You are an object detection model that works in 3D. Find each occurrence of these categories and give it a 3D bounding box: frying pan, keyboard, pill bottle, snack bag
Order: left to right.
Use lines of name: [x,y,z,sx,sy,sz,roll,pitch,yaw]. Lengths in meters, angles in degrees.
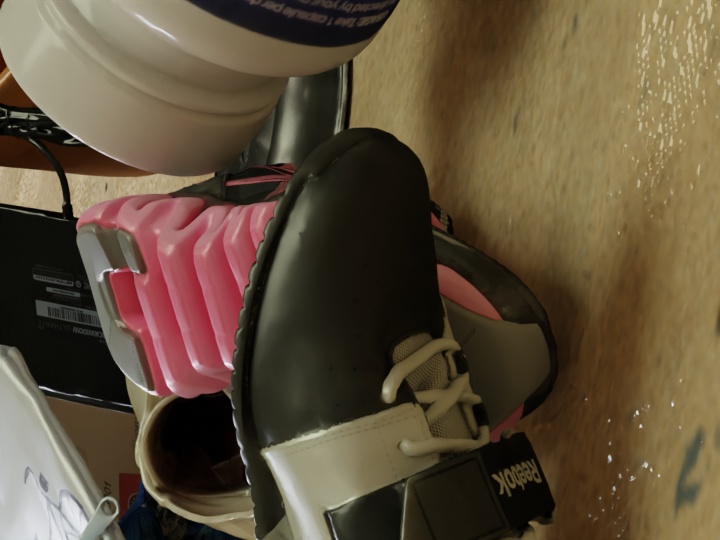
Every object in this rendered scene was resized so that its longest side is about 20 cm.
keyboard: [-0.104,-0.010,0.962,0.021,0.200,0.127,-35,-53,-52]
snack bag: [-0.099,0.147,0.944,0.200,0.021,0.189,57,153,30]
frying pan: [-0.040,-0.058,1.042,0.190,0.031,0.115,-137,59,-69]
pill bottle: [-0.026,-0.129,0.770,0.200,0.120,0.120,-54,28,32]

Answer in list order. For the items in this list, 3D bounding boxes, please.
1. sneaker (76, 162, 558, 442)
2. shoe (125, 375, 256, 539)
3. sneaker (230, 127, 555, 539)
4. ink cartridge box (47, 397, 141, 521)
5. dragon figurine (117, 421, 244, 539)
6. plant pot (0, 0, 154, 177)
sneaker: [0.000,0.000,0.761,0.200,0.095,0.079,15,122,52]
shoe: [-0.042,0.048,0.848,0.200,0.053,0.070,20,109,62]
sneaker: [0.020,0.065,0.639,0.088,0.074,0.200,11,111,34]
ink cartridge box: [-0.172,0.064,1.103,0.085,0.200,0.146,-38,36,25]
dragon figurine: [-0.074,0.124,0.990,0.099,0.059,0.200,127,150,-61]
plant pot: [-0.126,-0.123,1.082,0.200,0.140,0.200,-17,62,37]
